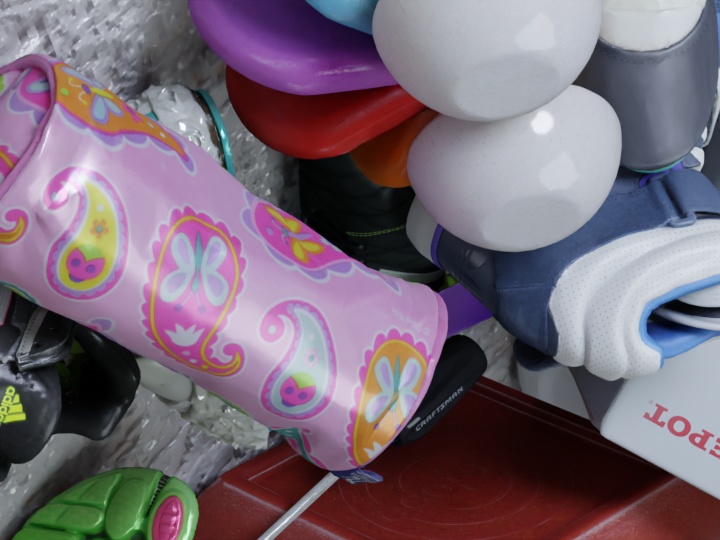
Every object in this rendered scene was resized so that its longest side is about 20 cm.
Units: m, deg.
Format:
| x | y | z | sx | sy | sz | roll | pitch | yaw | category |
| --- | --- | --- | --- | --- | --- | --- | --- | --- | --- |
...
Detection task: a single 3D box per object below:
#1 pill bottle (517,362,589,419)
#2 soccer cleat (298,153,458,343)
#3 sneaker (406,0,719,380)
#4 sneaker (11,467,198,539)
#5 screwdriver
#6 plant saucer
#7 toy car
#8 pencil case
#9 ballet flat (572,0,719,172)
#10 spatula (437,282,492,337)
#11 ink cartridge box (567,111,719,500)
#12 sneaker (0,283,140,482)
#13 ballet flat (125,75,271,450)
| x | y | z | sx | sy | sz | roll | pitch | yaw | category |
| --- | --- | --- | --- | --- | --- | --- | --- | --- | --- |
| 0.184 | 0.022 | 1.521 | 0.200 | 0.104 | 0.104 | -37 | 149 | -27 | pill bottle |
| 0.000 | 0.000 | 1.263 | 0.081 | 0.068 | 0.200 | -45 | 154 | -12 | soccer cleat |
| 0.132 | -0.031 | 1.199 | 0.200 | 0.146 | 0.081 | -39 | 150 | -29 | sneaker |
| -0.129 | 0.165 | 1.272 | 0.200 | 0.077 | 0.084 | -60 | 169 | 20 | sneaker |
| -0.015 | 0.094 | 1.275 | 0.200 | 0.028 | 0.029 | -41 | 172 | -28 | screwdriver |
| 0.044 | 0.106 | 1.326 | 0.200 | 0.200 | 0.037 | -25 | 124 | -40 | plant saucer |
| 0.011 | -0.106 | 1.090 | 0.150 | 0.175 | 0.200 | -12 | 148 | 3 | toy car |
| -0.062 | 0.001 | 1.057 | 0.200 | 0.087 | 0.087 | 32 | 96 | -30 | pencil case |
| 0.110 | -0.138 | 1.173 | 0.073 | 0.073 | 0.200 | 69 | 20 | -58 | ballet flat |
| 0.089 | -0.026 | 1.279 | 0.200 | 0.021 | 0.057 | -43 | 163 | -20 | spatula |
| 0.206 | 0.008 | 1.297 | 0.200 | 0.145 | 0.145 | -60 | -173 | 7 | ink cartridge box |
| -0.152 | 0.033 | 1.047 | 0.200 | 0.087 | 0.074 | 0 | 123 | -56 | sneaker |
| -0.080 | 0.005 | 1.158 | 0.072 | 0.072 | 0.200 | -37 | 143 | -26 | ballet flat |
